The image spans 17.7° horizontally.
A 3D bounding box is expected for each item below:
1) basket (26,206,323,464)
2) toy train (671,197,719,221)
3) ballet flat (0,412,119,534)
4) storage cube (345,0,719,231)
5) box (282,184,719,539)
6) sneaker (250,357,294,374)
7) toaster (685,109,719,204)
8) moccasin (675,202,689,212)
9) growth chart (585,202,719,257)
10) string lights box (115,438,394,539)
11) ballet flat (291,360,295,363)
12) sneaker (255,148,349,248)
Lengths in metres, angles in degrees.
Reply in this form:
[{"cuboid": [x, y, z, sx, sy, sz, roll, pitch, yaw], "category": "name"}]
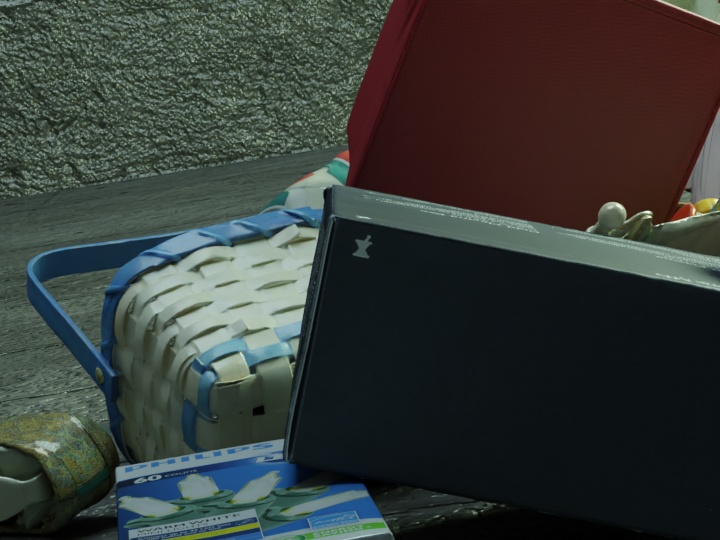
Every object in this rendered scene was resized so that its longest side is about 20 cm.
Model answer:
[{"cuboid": [-0.065, 0.033, 1.193, 0.175, 0.140, 0.200, -12, 38, -21], "category": "basket"}, {"cuboid": [0.188, -0.039, 1.397, 0.055, 0.151, 0.200, 16, -14, -21], "category": "toy train"}, {"cuboid": [-0.221, 0.110, 1.193, 0.198, 0.071, 0.071, -6, 8, 23], "category": "ballet flat"}, {"cuboid": [0.096, -0.106, 1.313, 0.199, 0.181, 0.171, 19, 20, -6], "category": "storage cube"}, {"cuboid": [0.072, 0.036, 0.996, 0.198, 0.105, 0.182, 11, 5, -1], "category": "box"}, {"cuboid": [-0.015, 0.035, 1.438, 0.114, 0.076, 0.200, -8, 5, 22], "category": "sneaker"}, {"cuboid": [0.300, -0.052, 1.440, 0.199, 0.115, 0.129, 0, -17, 40], "category": "toaster"}, {"cuboid": [0.259, -0.035, 1.624, 0.200, 0.078, 0.073, -3, 10, 39], "category": "moccasin"}, {"cuboid": [0.147, 0.003, 1.187, 0.199, 0.018, 0.145, -11, -28, -46], "category": "growth chart"}, {"cuboid": [-0.044, 0.118, 0.923, 0.102, 0.059, 0.200, -9, 8, -6], "category": "string lights box"}, {"cuboid": [0.040, 0.040, 1.390, 0.199, 0.047, 0.067, -12, 38, -36], "category": "ballet flat"}, {"cuboid": [0.000, -0.001, 1.375, 0.093, 0.071, 0.200, -27, 35, -13], "category": "sneaker"}]
